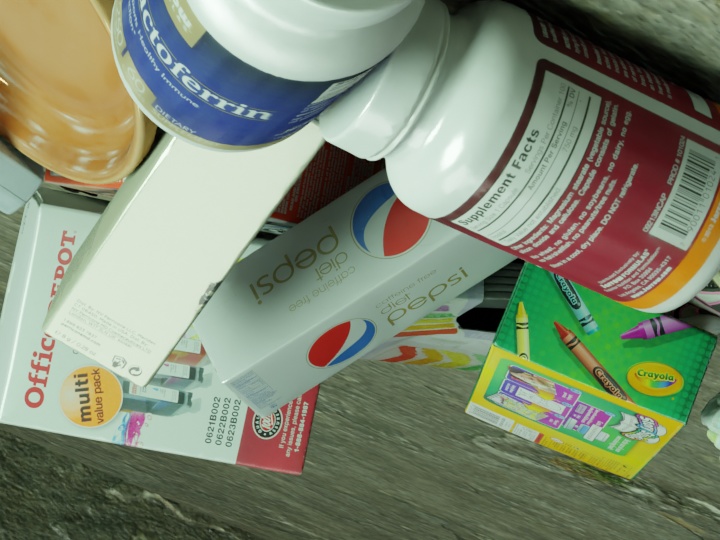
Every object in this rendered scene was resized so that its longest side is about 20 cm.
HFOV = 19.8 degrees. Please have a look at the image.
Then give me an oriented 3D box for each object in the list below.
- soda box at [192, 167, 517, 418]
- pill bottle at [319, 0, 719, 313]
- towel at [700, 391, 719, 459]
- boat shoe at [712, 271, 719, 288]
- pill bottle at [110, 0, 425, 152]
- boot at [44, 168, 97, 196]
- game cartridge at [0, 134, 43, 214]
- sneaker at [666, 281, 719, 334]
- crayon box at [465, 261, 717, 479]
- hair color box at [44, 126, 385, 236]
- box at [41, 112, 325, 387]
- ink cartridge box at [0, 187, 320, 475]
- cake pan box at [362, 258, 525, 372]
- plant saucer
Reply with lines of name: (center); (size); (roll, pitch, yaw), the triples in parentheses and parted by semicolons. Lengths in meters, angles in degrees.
soda box: (0.000, 0.000, 1.215); (0.068, 0.200, 0.064); (61, -175, 31)
pill bottle: (0.086, -0.064, 1.022); (0.200, 0.113, 0.113); (24, 165, -20)
towel: (0.314, 0.074, 1.151); (0.200, 0.171, 0.048); (20, 133, 43)
boat shoe: (0.286, -0.004, 1.098); (0.202, 0.075, 0.075); (8, 169, -11)
pill bottle: (-0.036, -0.129, 0.913); (0.116, 0.116, 0.200); (21, 163, -13)
boot: (-0.200, -0.088, 1.345); (0.146, 0.070, 0.200); (10, 171, 21)
game cartridge: (-0.253, -0.111, 1.200); (0.133, 0.042, 0.200); (42, -173, -39)
sneaker: (0.206, -0.007, 1.215); (0.200, 0.080, 0.086); (7, 135, 58)
crayon box: (0.135, 0.065, 1.252); (0.119, 0.058, 0.200); (22, 165, 4)
hair color box: (-0.076, -0.060, 1.248); (0.111, 0.064, 0.200); (7, 175, 45)
box: (-0.088, -0.038, 1.092); (0.068, 0.082, 0.200); (31, 122, -12)
ink cartridge box: (-0.131, 0.037, 1.346); (0.200, 0.146, 0.145); (11, -176, -12)
cake pan box: (0.084, 0.023, 1.379); (0.184, 0.052, 0.200); (6, 164, -20)
plant saucer: (-0.174, -0.136, 1.071); (0.200, 0.037, 0.200); (34, 149, 24)
